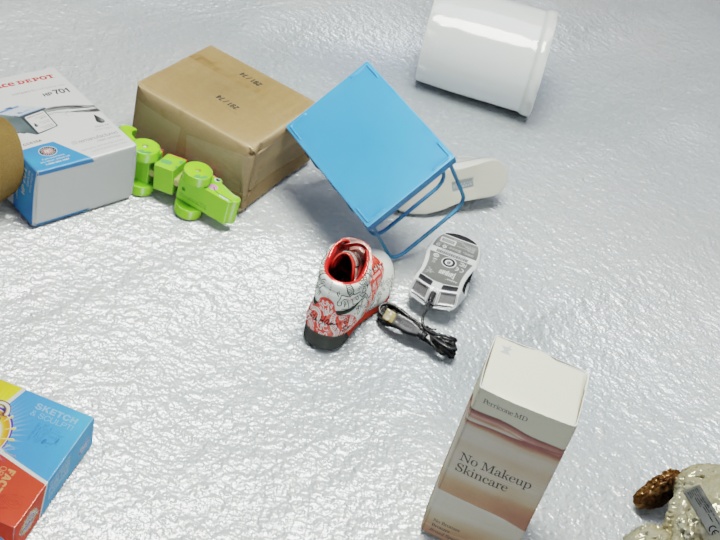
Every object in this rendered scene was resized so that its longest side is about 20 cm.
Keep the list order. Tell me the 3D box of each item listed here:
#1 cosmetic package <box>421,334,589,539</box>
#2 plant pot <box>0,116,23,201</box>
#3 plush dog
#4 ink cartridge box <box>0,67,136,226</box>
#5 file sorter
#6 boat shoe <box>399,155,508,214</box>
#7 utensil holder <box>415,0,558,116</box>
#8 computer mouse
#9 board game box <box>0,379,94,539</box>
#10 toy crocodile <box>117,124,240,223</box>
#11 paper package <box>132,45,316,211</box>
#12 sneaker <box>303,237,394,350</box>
[{"bbox_3d":[0.138,0.178,1.116,0.102,0.202,0.088,20,35,7],"label":"cosmetic package"},{"bbox_3d":[-0.489,-0.121,1.290,0.198,0.189,0.186,-14,45,-46],"label":"plant pot"},{"bbox_3d":[0.375,0.253,1.180,0.197,0.163,0.172,19,13,4],"label":"plush dog"},{"bbox_3d":[-0.397,-0.160,1.437,0.145,0.087,0.200,-22,53,-40],"label":"ink cartridge box"},{"bbox_3d":[0.026,-0.137,1.489,0.138,0.123,0.201,-38,59,-2],"label":"file sorter"},{"bbox_3d":[0.110,-0.129,1.613,0.197,0.073,0.068,-16,18,-21],"label":"boat shoe"},{"bbox_3d":[0.202,-0.359,1.851,0.196,0.172,0.171,15,37,2],"label":"utensil holder"},{"bbox_3d":[0.099,0.027,1.428,0.108,0.044,0.201,21,43,13],"label":"computer mouse"},{"bbox_3d":[-0.373,0.163,1.072,0.197,0.041,0.154,21,37,5],"label":"board game box"},{"bbox_3d":[-0.238,-0.121,1.462,0.197,0.068,0.062,26,37,13],"label":"toy crocodile"},{"bbox_3d":[-0.182,-0.196,1.550,0.198,0.105,0.190,28,37,16],"label":"paper package"},{"bbox_3d":[0.001,0.001,1.365,0.066,0.109,0.202,25,38,13],"label":"sneaker"}]
